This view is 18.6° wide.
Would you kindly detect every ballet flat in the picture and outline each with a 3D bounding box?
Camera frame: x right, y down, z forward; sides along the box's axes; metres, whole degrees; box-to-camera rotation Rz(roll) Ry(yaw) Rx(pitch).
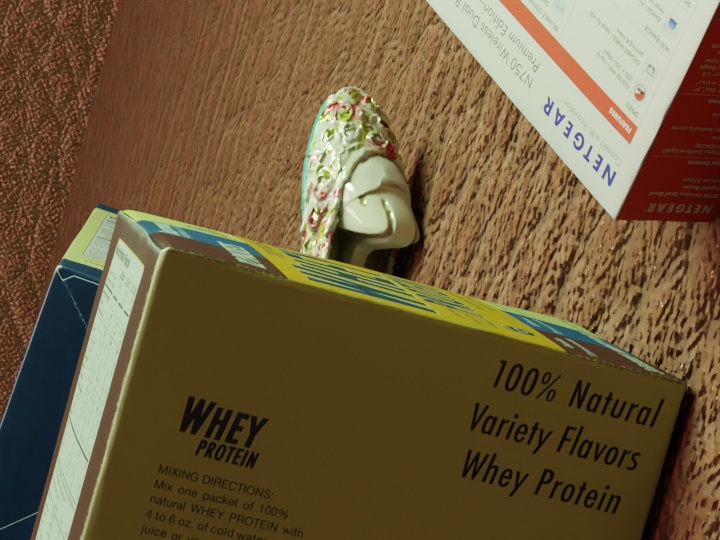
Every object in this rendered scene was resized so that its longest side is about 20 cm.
[{"bbox_3d":[0.000,0.000,1.182,0.064,0.076,0.201,3,82,45],"label":"ballet flat"}]

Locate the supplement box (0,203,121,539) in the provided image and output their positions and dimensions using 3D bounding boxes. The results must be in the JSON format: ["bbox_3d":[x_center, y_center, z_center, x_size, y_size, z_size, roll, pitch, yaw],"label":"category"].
[{"bbox_3d":[-0.155,0.085,1.444,0.200,0.134,0.201,-86,17,-77],"label":"supplement box"}]

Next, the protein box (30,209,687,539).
[{"bbox_3d":[-0.016,0.102,0.820,0.135,0.198,0.201,-147,72,-76],"label":"protein box"}]

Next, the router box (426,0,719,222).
[{"bbox_3d":[0.094,-0.147,0.798,0.200,0.049,0.180,55,134,41],"label":"router box"}]
